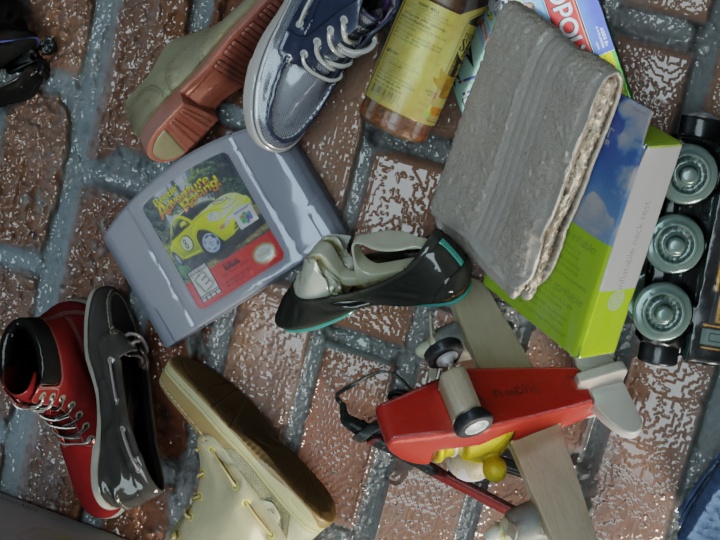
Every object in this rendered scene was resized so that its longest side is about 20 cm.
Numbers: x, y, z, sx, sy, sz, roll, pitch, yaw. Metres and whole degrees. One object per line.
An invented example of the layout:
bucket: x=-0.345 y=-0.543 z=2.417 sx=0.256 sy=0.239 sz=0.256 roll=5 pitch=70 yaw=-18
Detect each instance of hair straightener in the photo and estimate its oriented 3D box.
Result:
hair straightener: x=0.069 y=0.138 z=1.153 sx=0.199 sy=0.041 sz=0.078 roll=24 pitch=82 yaw=17

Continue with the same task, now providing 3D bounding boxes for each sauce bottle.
sauce bottle: x=0.063 y=-0.201 z=1.057 sx=0.066 sy=0.066 sz=0.201 roll=28 pitch=106 yaw=10

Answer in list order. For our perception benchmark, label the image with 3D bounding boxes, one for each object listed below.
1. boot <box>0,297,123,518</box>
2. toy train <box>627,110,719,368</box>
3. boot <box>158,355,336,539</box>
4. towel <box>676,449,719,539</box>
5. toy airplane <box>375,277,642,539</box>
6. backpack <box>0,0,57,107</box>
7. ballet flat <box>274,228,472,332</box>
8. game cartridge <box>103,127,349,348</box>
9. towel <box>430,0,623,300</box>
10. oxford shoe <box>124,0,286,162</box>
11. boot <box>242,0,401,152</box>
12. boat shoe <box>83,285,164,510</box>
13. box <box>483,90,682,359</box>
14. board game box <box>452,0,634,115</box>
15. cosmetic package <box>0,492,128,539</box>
boot: x=-0.260 y=0.133 z=1.181 sx=0.072 sy=0.144 sz=0.202 roll=-9 pitch=96 yaw=15
toy train: x=0.271 y=-0.019 z=1.050 sx=0.113 sy=0.085 sz=0.202 roll=9 pitch=98 yaw=2
boot: x=-0.138 y=0.191 z=1.195 sx=0.200 sy=0.073 sz=0.155 roll=46 pitch=108 yaw=3
towel: x=0.343 y=0.156 z=1.066 sx=0.111 sy=0.049 sz=0.201 roll=34 pitch=104 yaw=9
toy airplane: x=0.118 y=0.117 z=1.074 sx=0.198 sy=0.201 sz=0.141 roll=32 pitch=134 yaw=-1
backpack: x=-0.399 y=-0.193 z=1.160 sx=0.190 sy=0.200 sz=0.155 roll=-29 pitch=84 yaw=24
ballet flat: x=0.000 y=0.000 z=1.111 sx=0.198 sy=0.068 sz=0.069 roll=-13 pitch=122 yaw=33
game cartridge: x=-0.123 y=-0.037 z=1.178 sx=0.199 sy=0.041 sz=0.134 roll=-32 pitch=84 yaw=17
towel: x=0.119 y=-0.090 z=1.032 sx=0.133 sy=0.034 sz=0.202 roll=46 pitch=130 yaw=41
oxford shoe: x=-0.126 y=-0.186 z=1.141 sx=0.200 sy=0.071 sz=0.074 roll=-44 pitch=62 yaw=6
boot: x=-0.027 y=-0.184 z=1.085 sx=0.090 sy=0.072 sz=0.202 roll=29 pitch=101 yaw=53
boat shoe: x=-0.200 y=0.107 z=1.180 sx=0.056 sy=0.067 sz=0.202 roll=-13 pitch=69 yaw=20
box: x=0.168 y=-0.050 z=1.037 sx=0.122 sy=0.047 sz=0.202 roll=41 pitch=126 yaw=45
board game box: x=0.127 y=-0.199 z=1.089 sx=0.133 sy=0.029 sz=0.202 roll=-19 pitch=92 yaw=18
cosmetic package: x=-0.315 y=0.295 z=1.189 sx=0.197 sy=0.200 sz=0.124 roll=17 pitch=99 yaw=12
